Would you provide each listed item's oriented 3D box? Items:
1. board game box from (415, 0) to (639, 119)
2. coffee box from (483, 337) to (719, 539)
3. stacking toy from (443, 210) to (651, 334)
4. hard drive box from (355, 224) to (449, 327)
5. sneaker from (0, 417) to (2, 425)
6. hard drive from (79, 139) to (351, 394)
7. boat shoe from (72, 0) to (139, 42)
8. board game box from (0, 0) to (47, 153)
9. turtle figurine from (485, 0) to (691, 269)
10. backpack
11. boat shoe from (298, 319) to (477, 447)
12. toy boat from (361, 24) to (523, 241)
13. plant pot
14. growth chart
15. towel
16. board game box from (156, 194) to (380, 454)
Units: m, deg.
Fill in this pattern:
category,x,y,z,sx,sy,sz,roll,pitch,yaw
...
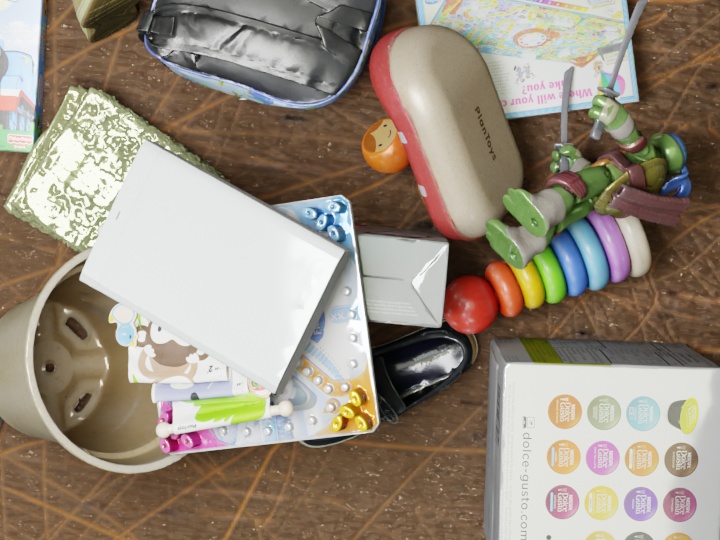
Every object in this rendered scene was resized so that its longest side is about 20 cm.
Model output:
category,x,y,z,sx,sy,sz,roll,pitch,yaw
board game box,0.157,-0.213,1.652,0.198,0.034,0.136,-7,93,2
coffee box,0.218,0.173,1.590,0.196,0.200,0.202,2,94,1
stacking toy,0.167,0.000,1.626,0.198,0.085,0.086,-23,93,-6
hard drive box,0.000,0.000,1.585,0.154,0.200,0.078,6,93,0
sneaker,-0.404,0.141,1.673,0.111,0.073,0.202,22,85,3
hard drive,-0.122,-0.004,1.445,0.199,0.026,0.133,29,98,15
boat shoe,-0.234,-0.261,1.577,0.073,0.201,0.063,-29,91,-8
board game box,-0.377,-0.218,1.664,0.150,0.037,0.202,4,93,1
turtle figurine,0.187,-0.106,1.550,0.193,0.143,0.201,-35,110,-26
backpack,-0.079,-0.243,1.599,0.198,0.147,0.185,21,93,4
boat shoe,0.020,0.108,1.661,0.199,0.062,0.075,-26,94,4
toy boat,0.057,-0.123,1.597,0.130,0.131,0.201,-9,113,34
plant pot,-0.249,0.084,1.587,0.199,0.183,0.203,5,81,-34
growth chart,-0.146,0.042,1.474,0.143,0.018,0.202,-17,86,15
towel,-0.223,-0.071,1.660,0.199,0.036,0.149,32,92,-8
board game box,-0.092,0.049,1.482,0.198,0.026,0.202,-8,90,16
